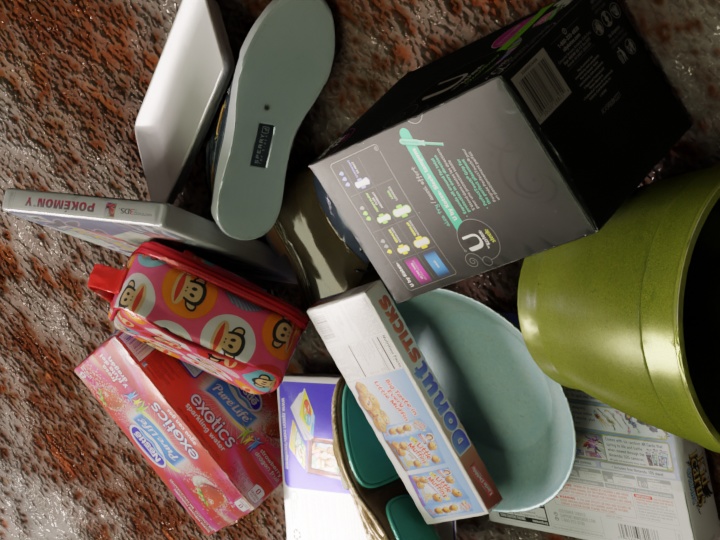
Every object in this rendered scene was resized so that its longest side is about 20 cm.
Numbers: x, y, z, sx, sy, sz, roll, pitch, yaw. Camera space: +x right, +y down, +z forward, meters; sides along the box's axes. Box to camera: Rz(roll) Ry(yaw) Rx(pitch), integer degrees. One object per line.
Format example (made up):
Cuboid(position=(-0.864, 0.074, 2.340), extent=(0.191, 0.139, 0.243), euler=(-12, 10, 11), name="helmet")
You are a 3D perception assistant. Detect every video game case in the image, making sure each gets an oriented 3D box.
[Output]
Cuboid(position=(-0.165, -0.027, 1.544), extent=(0.181, 0.199, 0.023), euler=(7, 80, 37), name="video game case")
Cuboid(position=(0.171, 0.125, 1.454), extent=(0.199, 0.045, 0.183), euler=(6, 123, 38), name="video game case")

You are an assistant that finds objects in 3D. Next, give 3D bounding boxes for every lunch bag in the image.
Cuboid(position=(-0.142, 0.036, 1.544), extent=(0.175, 0.083, 0.200), euler=(24, 172, -9), name="lunch bag")

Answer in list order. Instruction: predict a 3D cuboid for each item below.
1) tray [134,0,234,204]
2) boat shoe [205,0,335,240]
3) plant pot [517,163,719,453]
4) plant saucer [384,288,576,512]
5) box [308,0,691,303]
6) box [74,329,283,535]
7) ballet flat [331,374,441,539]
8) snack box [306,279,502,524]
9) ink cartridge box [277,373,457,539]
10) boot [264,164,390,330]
Cuboid(position=(-0.141, -0.138, 1.512), extent=(0.201, 0.022, 0.108), euler=(120, 141, -48), name="tray")
Cuboid(position=(-0.079, -0.131, 1.454), extent=(0.070, 0.091, 0.202), euler=(13, 109, -19), name="boat shoe")
Cuboid(position=(0.212, 0.021, 1.250), extent=(0.192, 0.200, 0.202), euler=(4, 124, 53), name="plant pot")
Cuboid(position=(0.088, 0.092, 1.441), extent=(0.200, 0.039, 0.203), euler=(23, 132, 28), name="plant saucer")
Cuboid(position=(0.093, -0.086, 1.282), extent=(0.199, 0.148, 0.125), euler=(-21, 107, 48), name="box")
Cuboid(position=(-0.149, 0.125, 1.689), extent=(0.200, 0.100, 0.095), euler=(51, 141, -4), name="box")
Cuboid(position=(0.014, 0.183, 1.517), extent=(0.065, 0.070, 0.202), euler=(-40, 65, 52), name="ballet flat")
Cuboid(position=(0.034, 0.105, 1.448), extent=(0.072, 0.024, 0.201), euler=(-18, 106, 45), name="snack box")
Cuboid(position=(0.015, 0.189, 1.585), extent=(0.199, 0.043, 0.201), euler=(1, 96, 43), name="ink cartridge box")
Cuboid(position=(0.000, 0.000, 1.486), extent=(0.201, 0.075, 0.097), euler=(53, 142, -3), name="boot")
